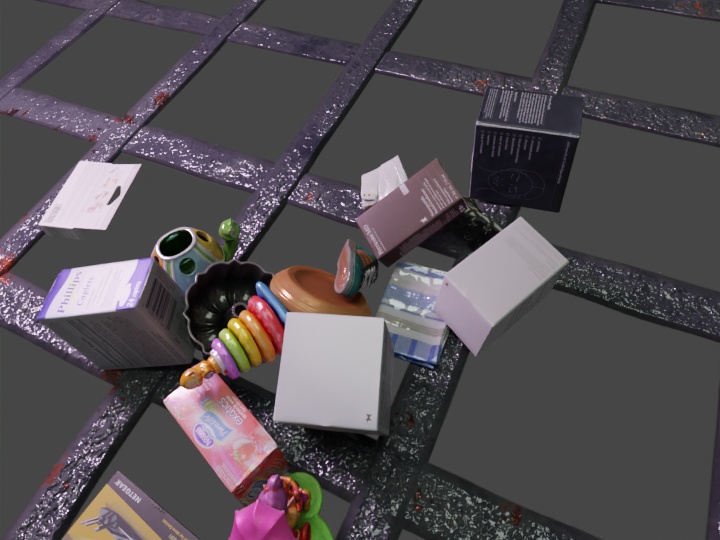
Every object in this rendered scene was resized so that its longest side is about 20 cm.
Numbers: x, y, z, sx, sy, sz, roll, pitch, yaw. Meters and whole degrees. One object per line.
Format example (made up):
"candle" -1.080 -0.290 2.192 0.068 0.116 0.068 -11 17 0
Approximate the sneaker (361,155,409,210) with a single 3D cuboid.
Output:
"sneaker" 0.063 -0.135 1.190 0.113 0.074 0.204 -23 59 10

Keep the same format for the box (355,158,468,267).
"box" 0.098 -0.109 1.087 0.198 0.075 0.102 -37 69 11

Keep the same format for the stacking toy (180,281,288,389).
"stacking toy" -0.199 0.126 0.899 0.198 0.117 0.110 -34 65 -23

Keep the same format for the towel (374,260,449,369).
"towel" 0.104 0.075 1.050 0.143 0.024 0.203 14 57 17

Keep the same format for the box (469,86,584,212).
"box" 0.331 -0.243 1.144 0.191 0.203 0.126 13 54 15

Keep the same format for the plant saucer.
"plant saucer" -0.064 0.044 1.004 0.195 0.038 0.201 22 17 -7

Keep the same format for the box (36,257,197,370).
"box" -0.410 0.081 0.987 0.194 0.186 0.107 -6 52 14

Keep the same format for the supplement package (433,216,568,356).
"supplement package" 0.243 0.028 0.992 0.198 0.121 0.122 -33 66 -22

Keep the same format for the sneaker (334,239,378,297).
"sneaker" 0.000 0.000 1.040 0.078 0.073 0.201 24 19 -8

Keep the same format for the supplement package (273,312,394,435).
"supplement package" -0.030 0.165 0.865 0.147 0.201 0.156 3 73 8

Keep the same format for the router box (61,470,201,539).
"router box" -0.340 0.423 0.828 0.196 0.053 0.159 25 60 23

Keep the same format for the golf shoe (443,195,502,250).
"golf shoe" 0.224 -0.107 1.136 0.197 0.079 0.095 33 49 15

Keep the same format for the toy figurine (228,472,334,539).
"toy figurine" -0.110 0.350 0.773 0.145 0.187 0.204 3 53 8

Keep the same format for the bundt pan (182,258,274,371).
"bundt pan" -0.222 0.088 1.012 0.196 0.076 0.207 13 58 -21

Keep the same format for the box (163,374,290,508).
"box" -0.213 0.263 0.900 0.094 0.104 0.199 -39 59 -21

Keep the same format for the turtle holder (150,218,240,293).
"turtle holder" -0.318 -0.016 1.097 0.179 0.133 0.144 -11 52 -1

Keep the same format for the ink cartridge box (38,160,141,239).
"ink cartridge box" -0.607 -0.162 1.292 0.170 0.045 0.204 5 55 11
